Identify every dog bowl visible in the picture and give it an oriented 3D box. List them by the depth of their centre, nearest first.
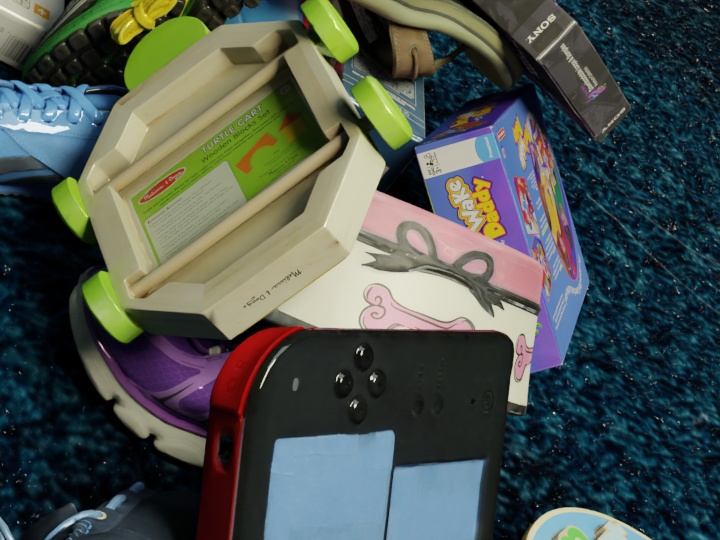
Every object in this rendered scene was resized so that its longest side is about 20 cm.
[{"bbox_3d":[0.000,0.000,0.858,0.200,0.074,0.200,21,1,0],"label":"dog bowl"}]

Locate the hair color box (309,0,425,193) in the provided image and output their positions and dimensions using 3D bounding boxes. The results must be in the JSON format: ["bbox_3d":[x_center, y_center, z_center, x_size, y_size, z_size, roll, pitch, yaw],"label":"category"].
[{"bbox_3d":[-0.013,-0.111,1.058,0.060,0.100,0.200,30,32,-19],"label":"hair color box"}]

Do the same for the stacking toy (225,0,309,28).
[{"bbox_3d":[-0.061,-0.170,1.033,0.116,0.110,0.200,3,24,18],"label":"stacking toy"}]

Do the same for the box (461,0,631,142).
[{"bbox_3d":[0.071,-0.171,1.055,0.200,0.036,0.143,49,6,25],"label":"box"}]

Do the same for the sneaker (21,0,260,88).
[{"bbox_3d":[-0.098,-0.146,0.901,0.078,0.200,0.085,31,32,-38],"label":"sneaker"}]

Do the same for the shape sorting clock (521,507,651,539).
[{"bbox_3d":[0.160,0.206,0.923,0.200,0.039,0.200,30,32,-22],"label":"shape sorting clock"}]

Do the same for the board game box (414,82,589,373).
[{"bbox_3d":[0.087,-0.028,1.026,0.200,0.045,0.135,-46,120,-73],"label":"board game box"}]

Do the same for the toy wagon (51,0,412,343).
[{"bbox_3d":[-0.065,-0.059,0.792,0.040,0.155,0.200,48,10,-43],"label":"toy wagon"}]

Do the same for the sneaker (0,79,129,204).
[{"bbox_3d":[-0.149,-0.072,0.869,0.200,0.078,0.066,18,40,-34],"label":"sneaker"}]

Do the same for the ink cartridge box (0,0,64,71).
[{"bbox_3d":[-0.211,-0.196,0.996,0.095,0.037,0.200,27,36,-25],"label":"ink cartridge box"}]

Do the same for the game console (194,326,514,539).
[{"bbox_3d":[0.000,0.122,0.720,0.031,0.201,0.177,9,4,43],"label":"game console"}]

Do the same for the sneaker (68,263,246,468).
[{"bbox_3d":[-0.044,0.054,0.828,0.200,0.083,0.081,36,30,-10],"label":"sneaker"}]

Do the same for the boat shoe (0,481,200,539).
[{"bbox_3d":[-0.108,0.129,0.677,0.068,0.084,0.200,25,6,14],"label":"boat shoe"}]

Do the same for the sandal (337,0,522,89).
[{"bbox_3d":[0.014,-0.140,0.967,0.201,0.057,0.080,17,24,-48],"label":"sandal"}]
